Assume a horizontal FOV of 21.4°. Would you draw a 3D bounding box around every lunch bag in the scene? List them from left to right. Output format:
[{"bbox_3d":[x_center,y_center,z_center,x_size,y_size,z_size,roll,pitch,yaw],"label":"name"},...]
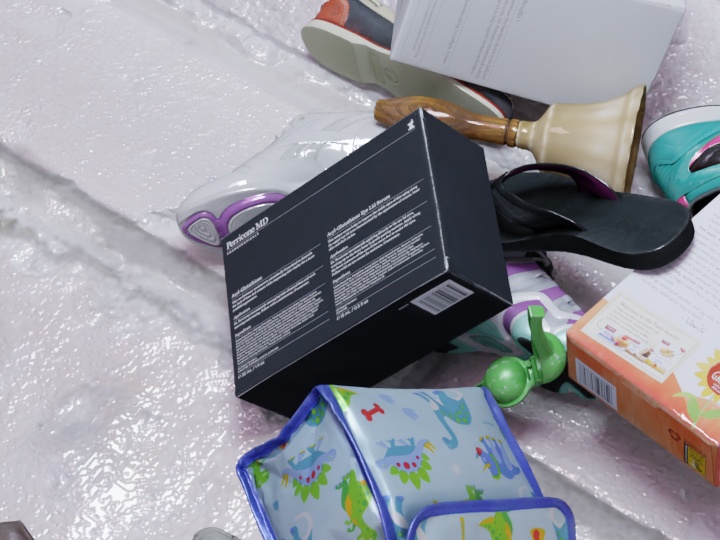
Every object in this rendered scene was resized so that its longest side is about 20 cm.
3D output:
[{"bbox_3d":[0.042,0.176,1.216,0.170,0.127,0.200,5,51,-45],"label":"lunch bag"}]

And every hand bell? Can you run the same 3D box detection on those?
[{"bbox_3d":[0.108,-0.106,1.433,0.200,0.104,0.104,11,58,10],"label":"hand bell"}]

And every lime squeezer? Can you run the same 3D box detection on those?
[{"bbox_3d":[0.098,0.073,1.305,0.071,0.200,0.038,-17,74,-34],"label":"lime squeezer"}]

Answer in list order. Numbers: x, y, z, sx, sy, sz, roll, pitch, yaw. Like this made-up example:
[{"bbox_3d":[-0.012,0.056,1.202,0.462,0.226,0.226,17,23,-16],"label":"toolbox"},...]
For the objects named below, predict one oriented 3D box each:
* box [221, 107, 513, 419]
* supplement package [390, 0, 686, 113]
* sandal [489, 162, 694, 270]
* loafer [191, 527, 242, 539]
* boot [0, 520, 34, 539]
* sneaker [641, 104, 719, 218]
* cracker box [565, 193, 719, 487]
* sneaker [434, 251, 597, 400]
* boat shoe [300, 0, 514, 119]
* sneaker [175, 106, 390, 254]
[{"bbox_3d":[0.000,0.000,1.346,0.200,0.079,0.141,-31,51,31],"label":"box"},{"bbox_3d":[0.136,-0.211,1.461,0.200,0.117,0.117,16,39,-6],"label":"supplement package"},{"bbox_3d":[0.143,-0.048,1.333,0.200,0.048,0.075,10,47,42],"label":"sandal"},{"bbox_3d":[-0.036,0.240,1.259,0.200,0.070,0.070,25,82,19],"label":"loafer"},{"bbox_3d":[-0.256,0.270,1.260,0.186,0.064,0.200,-31,60,-29],"label":"boot"},{"bbox_3d":[0.318,-0.076,1.412,0.200,0.084,0.121,-13,50,7],"label":"sneaker"},{"bbox_3d":[0.254,0.033,1.281,0.200,0.058,0.134,-40,57,-19],"label":"cracker box"},{"bbox_3d":[0.130,0.006,1.385,0.200,0.078,0.140,19,61,18],"label":"sneaker"},{"bbox_3d":[0.045,-0.169,1.522,0.200,0.071,0.063,29,60,28],"label":"boat shoe"},{"bbox_3d":[-0.051,-0.071,1.474,0.200,0.075,0.100,-18,44,-12],"label":"sneaker"}]
